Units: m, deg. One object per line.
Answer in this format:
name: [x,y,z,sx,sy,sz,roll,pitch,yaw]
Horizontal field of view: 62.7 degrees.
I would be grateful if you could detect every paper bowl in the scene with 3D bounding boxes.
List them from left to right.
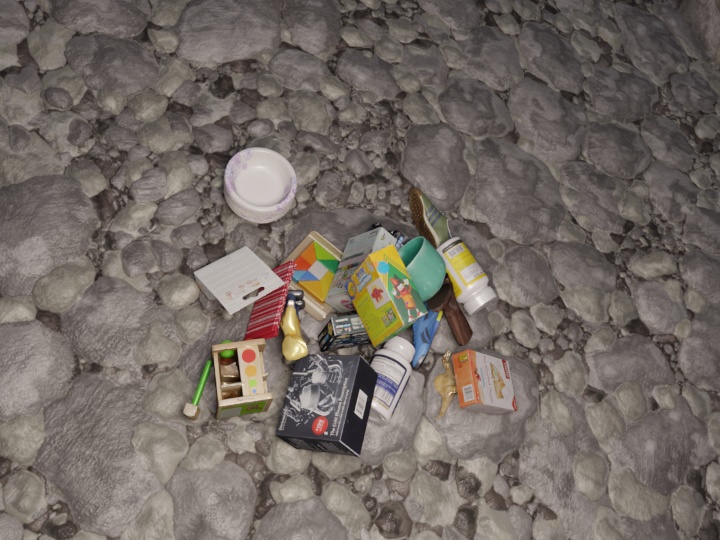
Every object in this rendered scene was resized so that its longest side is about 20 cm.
paper bowl: [-0.276,-0.225,1.619,0.195,0.105,0.205,7,62,-13]

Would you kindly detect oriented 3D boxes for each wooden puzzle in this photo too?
wooden puzzle: [-0.117,0.008,1.592,0.184,0.037,0.201,38,61,3]

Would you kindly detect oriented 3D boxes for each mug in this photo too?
mug: [0.134,0.021,1.497,0.114,0.152,0.186,43,81,-15]

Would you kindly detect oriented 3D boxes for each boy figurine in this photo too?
boy figurine: [-0.163,0.132,1.446,0.063,0.127,0.202,-6,37,-4]

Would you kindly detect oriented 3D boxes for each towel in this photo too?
towel: [-0.225,0.081,1.471,0.022,0.143,0.204,31,56,-31]

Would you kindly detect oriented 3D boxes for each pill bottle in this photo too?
pill bottle: [0.063,0.269,1.476,0.110,0.111,0.202,30,60,0]
pill bottle: [0.288,0.018,1.665,0.113,0.115,0.202,-26,75,-26]

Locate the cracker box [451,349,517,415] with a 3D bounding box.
cracker box: [0.322,0.291,1.522,0.198,0.057,0.137,20,54,-44]

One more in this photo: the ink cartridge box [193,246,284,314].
ink cartridge box: [-0.299,0.033,1.471,0.160,0.051,0.199,-29,49,-26]

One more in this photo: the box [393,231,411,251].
box: [0.109,0.025,1.593,0.156,0.050,0.202,36,77,-13]

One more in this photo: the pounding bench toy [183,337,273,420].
pounding bench toy: [-0.314,0.248,1.364,0.195,0.125,0.159,-5,66,-19]

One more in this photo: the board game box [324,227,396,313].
board game box: [0.000,0.000,1.540,0.064,0.146,0.203,35,62,-25]

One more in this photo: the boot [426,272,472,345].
boot: [0.242,0.131,1.553,0.204,0.063,0.187,68,26,-19]

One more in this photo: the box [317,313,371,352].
box: [0.003,0.151,1.487,0.195,0.159,0.047,-7,70,-19]

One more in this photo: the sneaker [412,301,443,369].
sneaker: [0.162,0.170,1.585,0.077,0.066,0.203,22,59,5]

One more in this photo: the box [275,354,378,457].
box: [-0.076,0.308,1.367,0.178,0.104,0.204,-5,55,30]

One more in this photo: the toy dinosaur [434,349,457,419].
toy dinosaur: [0.241,0.314,1.551,0.098,0.059,0.204,9,55,5]

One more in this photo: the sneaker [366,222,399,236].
sneaker: [0.103,-0.060,1.649,0.197,0.089,0.076,27,32,-3]

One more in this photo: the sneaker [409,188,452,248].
sneaker: [0.216,-0.152,1.759,0.088,0.067,0.204,-8,67,-28]

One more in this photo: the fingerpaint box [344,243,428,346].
fingerpaint box: [0.053,0.061,1.336,0.072,0.200,0.170,-22,77,-24]
